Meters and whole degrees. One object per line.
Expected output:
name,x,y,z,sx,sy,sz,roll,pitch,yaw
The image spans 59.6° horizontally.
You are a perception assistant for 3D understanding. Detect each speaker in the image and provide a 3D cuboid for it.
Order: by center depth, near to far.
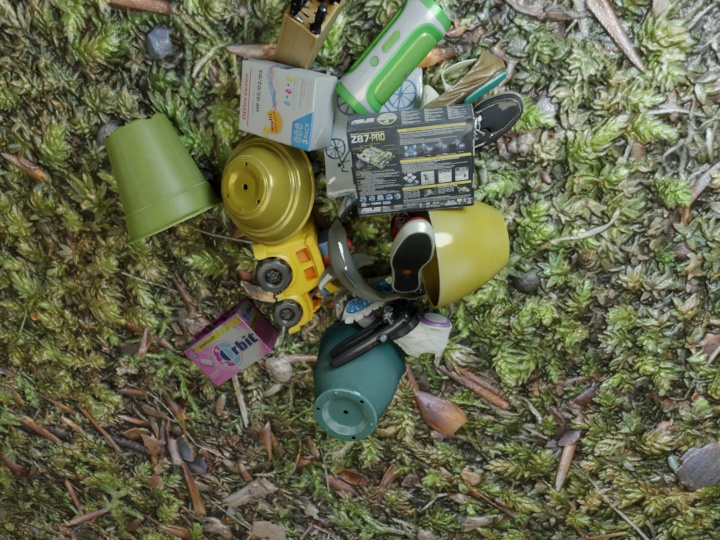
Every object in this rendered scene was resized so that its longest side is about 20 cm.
speaker,0.051,-0.339,1.000,0.088,0.089,0.200,40,105,-12

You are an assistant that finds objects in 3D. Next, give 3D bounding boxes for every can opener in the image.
can opener,0.020,0.130,1.211,0.197,0.064,0.079,-32,111,10

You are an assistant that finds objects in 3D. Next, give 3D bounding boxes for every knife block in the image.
knife block,-0.087,-0.381,0.976,0.063,0.177,0.201,33,122,-8

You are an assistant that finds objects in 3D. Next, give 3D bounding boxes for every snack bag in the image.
snack bag,0.023,-0.232,1.066,0.182,0.021,0.207,-6,88,9

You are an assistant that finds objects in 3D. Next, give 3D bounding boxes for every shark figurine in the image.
shark figurine,0.007,0.022,1.156,0.212,0.090,0.130,35,93,-11

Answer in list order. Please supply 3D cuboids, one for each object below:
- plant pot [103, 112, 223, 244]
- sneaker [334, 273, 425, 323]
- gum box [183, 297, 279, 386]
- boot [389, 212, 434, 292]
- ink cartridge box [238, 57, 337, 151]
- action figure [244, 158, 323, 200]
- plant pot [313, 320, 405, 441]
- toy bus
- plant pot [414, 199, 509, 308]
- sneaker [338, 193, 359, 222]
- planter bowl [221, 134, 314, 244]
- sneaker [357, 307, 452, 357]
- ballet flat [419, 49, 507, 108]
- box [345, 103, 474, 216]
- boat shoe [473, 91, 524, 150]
plant pot,-0.380,-0.178,1.168,0.195,0.200,0.195,-17,104,21
sneaker,0.035,0.037,1.253,0.194,0.087,0.077,-14,111,-7
gum box,-0.291,0.163,1.398,0.198,0.067,0.114,-34,109,27
boot,0.081,-0.071,1.072,0.070,0.148,0.201,1,154,-3
ink cartridge box,-0.140,-0.284,1.060,0.196,0.067,0.118,21,115,27
action figure,-0.158,-0.172,1.180,0.195,0.070,0.133,-15,108,16
plant pot,-0.014,0.237,1.306,0.194,0.189,0.205,6,120,9
toy bus,-0.100,-0.003,1.237,0.187,0.137,0.204,-17,118,3
plant pot,0.182,-0.047,1.115,0.137,0.201,0.205,-10,119,-4
sneaker,0.016,-0.178,1.130,0.072,0.071,0.202,43,112,26
planter bowl,-0.183,-0.146,1.106,0.195,0.083,0.207,3,96,23
sneaker,0.085,0.131,1.285,0.194,0.075,0.102,10,116,7
ballet flat,0.145,-0.285,1.016,0.199,0.068,0.073,-40,81,0
box,0.081,-0.169,0.989,0.193,0.050,0.164,-5,134,6
boat shoe,0.189,-0.229,1.066,0.197,0.063,0.073,-27,111,25
